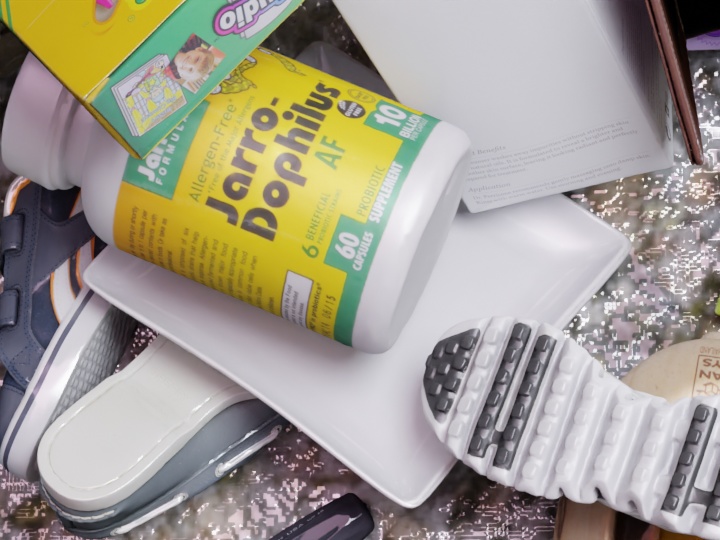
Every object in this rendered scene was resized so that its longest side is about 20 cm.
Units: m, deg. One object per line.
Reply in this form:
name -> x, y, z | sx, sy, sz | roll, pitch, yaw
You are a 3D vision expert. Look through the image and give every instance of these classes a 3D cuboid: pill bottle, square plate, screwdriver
pill bottle -> -0.059, -0.048, 1.086 | 0.199, 0.113, 0.113 | 23, 78, 8
square plate -> 0.000, 0.000, 1.148 | 0.199, 0.029, 0.198 | 34, 58, 15
screwdriver -> -0.077, 0.173, 1.137 | 0.200, 0.028, 0.029 | -37, 45, -7

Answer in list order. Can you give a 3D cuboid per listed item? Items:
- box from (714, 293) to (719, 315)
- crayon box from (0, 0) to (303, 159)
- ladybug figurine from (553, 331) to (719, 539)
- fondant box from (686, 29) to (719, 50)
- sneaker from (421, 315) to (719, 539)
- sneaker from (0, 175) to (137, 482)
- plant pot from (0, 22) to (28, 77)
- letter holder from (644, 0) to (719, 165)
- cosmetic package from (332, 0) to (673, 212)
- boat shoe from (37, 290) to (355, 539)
box -> 0.273, 0.011, 1.090 | 0.199, 0.122, 0.048 | 24, 55, 13
crayon box -> -0.081, -0.173, 1.032 | 0.200, 0.058, 0.172 | -45, 50, -3
ladybug figurine -> 0.159, 0.129, 1.098 | 0.135, 0.072, 0.202 | 9, 76, 10
fondant box -> 0.133, -0.205, 1.135 | 0.143, 0.201, 0.058 | -1, 36, 7
sneaker -> 0.114, 0.079, 1.046 | 0.199, 0.081, 0.076 | 21, 82, 34
sneaker -> -0.148, 0.006, 1.171 | 0.079, 0.079, 0.201 | 22, 67, 8
plant pot -> -0.191, -0.215, 1.186 | 0.199, 0.200, 0.178 | -35, 83, -4
letter holder -> 0.166, -0.166, 1.036 | 0.100, 0.201, 0.143 | -13, 33, 13
cosmetic package -> 0.064, -0.122, 1.089 | 0.112, 0.200, 0.082 | -11, 51, 19
boat shoe -> -0.071, 0.063, 1.151 | 0.199, 0.062, 0.073 | -34, 61, -24
